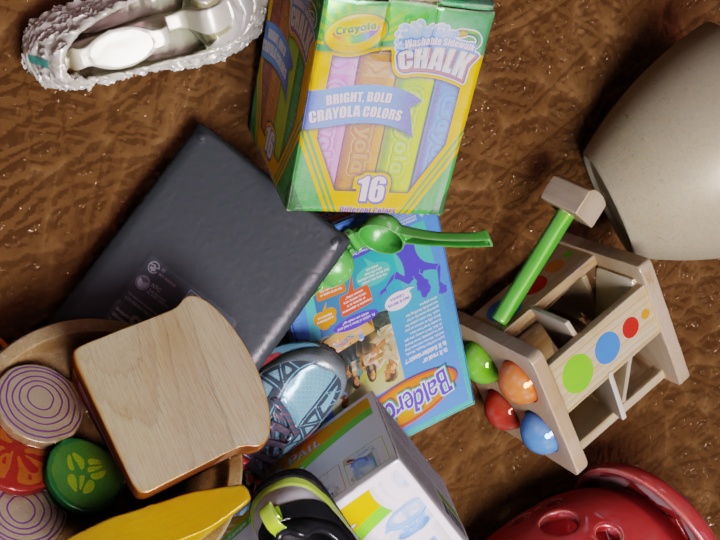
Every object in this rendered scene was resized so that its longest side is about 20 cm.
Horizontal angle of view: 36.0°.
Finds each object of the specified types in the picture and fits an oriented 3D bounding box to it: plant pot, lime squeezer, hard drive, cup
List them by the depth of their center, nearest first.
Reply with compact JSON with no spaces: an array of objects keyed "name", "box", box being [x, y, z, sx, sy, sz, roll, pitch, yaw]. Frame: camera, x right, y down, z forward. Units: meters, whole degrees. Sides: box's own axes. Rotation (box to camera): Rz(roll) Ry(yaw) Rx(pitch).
[{"name":"hard drive","box":[-0.118,0.017,0.789,0.139,0.033,0.201,37,83,0]},{"name":"lime squeezer","box":[0.000,0.000,0.824,0.197,0.072,0.038,-26,152,10]},{"name":"cup","box":[0.278,-0.089,0.957,0.141,0.201,0.202,-26,118,6]},{"name":"plant pot","box":[0.218,0.293,1.008,0.181,0.199,0.204,-31,117,-29]}]

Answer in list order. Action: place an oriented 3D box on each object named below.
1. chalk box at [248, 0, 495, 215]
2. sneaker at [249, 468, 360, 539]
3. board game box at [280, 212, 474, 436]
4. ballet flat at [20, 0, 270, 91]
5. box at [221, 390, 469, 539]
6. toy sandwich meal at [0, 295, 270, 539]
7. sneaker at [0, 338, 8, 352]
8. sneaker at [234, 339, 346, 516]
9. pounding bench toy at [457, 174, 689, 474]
[{"name":"chalk box","box":[0.006,-0.156,0.757,0.121,0.125,0.203,0,122,-20]},{"name":"sneaker","box":[-0.011,0.224,0.757,0.071,0.083,0.200,-39,112,6]},{"name":"board game box","box":[0.007,0.045,0.900,0.150,0.045,0.204,-22,113,-24]},{"name":"ballet flat","box":[-0.130,-0.163,0.754,0.198,0.071,0.073,-25,114,-24]},{"name":"box","box":[-0.032,0.209,0.850,0.199,0.102,0.113,-36,115,5]},{"name":"toy sandwich meal","box":[-0.148,0.103,0.691,0.202,0.070,0.208,14,54,-19]},{"name":"sneaker","box":[-0.273,0.014,0.708,0.198,0.077,0.113,29,89,-33]},{"name":"sneaker","box":[-0.082,0.139,0.818,0.199,0.096,0.079,-41,118,5]},{"name":"pounding bench toy","box":[0.159,0.041,0.943,0.155,0.124,0.202,-35,118,-17]}]
